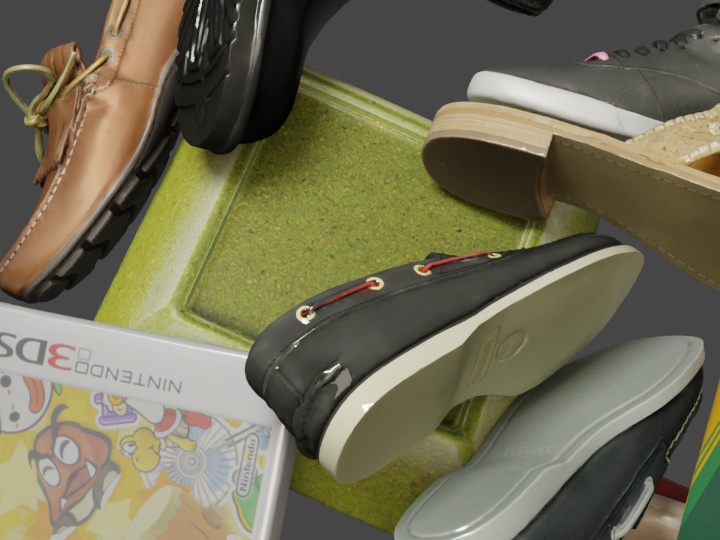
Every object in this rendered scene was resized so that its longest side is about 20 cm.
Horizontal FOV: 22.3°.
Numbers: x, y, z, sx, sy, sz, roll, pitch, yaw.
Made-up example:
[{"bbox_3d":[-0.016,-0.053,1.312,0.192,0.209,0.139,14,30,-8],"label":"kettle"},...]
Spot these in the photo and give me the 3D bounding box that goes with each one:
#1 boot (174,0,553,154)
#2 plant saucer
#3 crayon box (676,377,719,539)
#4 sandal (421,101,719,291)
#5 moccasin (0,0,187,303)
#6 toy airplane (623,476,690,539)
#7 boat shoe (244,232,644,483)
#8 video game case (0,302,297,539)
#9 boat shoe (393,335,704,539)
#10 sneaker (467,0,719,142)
[{"bbox_3d":[0.013,-0.132,0.812,0.157,0.079,0.213,19,71,-18],"label":"boot"},{"bbox_3d":[0.000,0.000,0.814,0.199,0.048,0.201,24,61,-2],"label":"plant saucer"},{"bbox_3d":[0.206,0.103,0.790,0.125,0.052,0.201,39,44,-13],"label":"crayon box"},{"bbox_3d":[0.136,-0.047,0.790,0.210,0.078,0.070,18,62,10],"label":"sandal"},{"bbox_3d":[-0.118,-0.081,0.836,0.077,0.074,0.203,24,85,-1],"label":"moccasin"},{"bbox_3d":[0.098,0.199,0.803,0.197,0.142,0.201,-17,55,-16],"label":"toy airplane"},{"bbox_3d":[0.041,0.019,0.738,0.200,0.074,0.063,-22,53,-41],"label":"boat shoe"},{"bbox_3d":[-0.125,0.120,0.751,0.180,0.023,0.202,10,87,15],"label":"video game case"},{"bbox_3d":[0.086,0.089,0.759,0.199,0.075,0.061,-32,108,-40],"label":"boat shoe"},{"bbox_3d":[0.149,-0.100,0.860,0.198,0.071,0.100,9,85,-9],"label":"sneaker"}]
